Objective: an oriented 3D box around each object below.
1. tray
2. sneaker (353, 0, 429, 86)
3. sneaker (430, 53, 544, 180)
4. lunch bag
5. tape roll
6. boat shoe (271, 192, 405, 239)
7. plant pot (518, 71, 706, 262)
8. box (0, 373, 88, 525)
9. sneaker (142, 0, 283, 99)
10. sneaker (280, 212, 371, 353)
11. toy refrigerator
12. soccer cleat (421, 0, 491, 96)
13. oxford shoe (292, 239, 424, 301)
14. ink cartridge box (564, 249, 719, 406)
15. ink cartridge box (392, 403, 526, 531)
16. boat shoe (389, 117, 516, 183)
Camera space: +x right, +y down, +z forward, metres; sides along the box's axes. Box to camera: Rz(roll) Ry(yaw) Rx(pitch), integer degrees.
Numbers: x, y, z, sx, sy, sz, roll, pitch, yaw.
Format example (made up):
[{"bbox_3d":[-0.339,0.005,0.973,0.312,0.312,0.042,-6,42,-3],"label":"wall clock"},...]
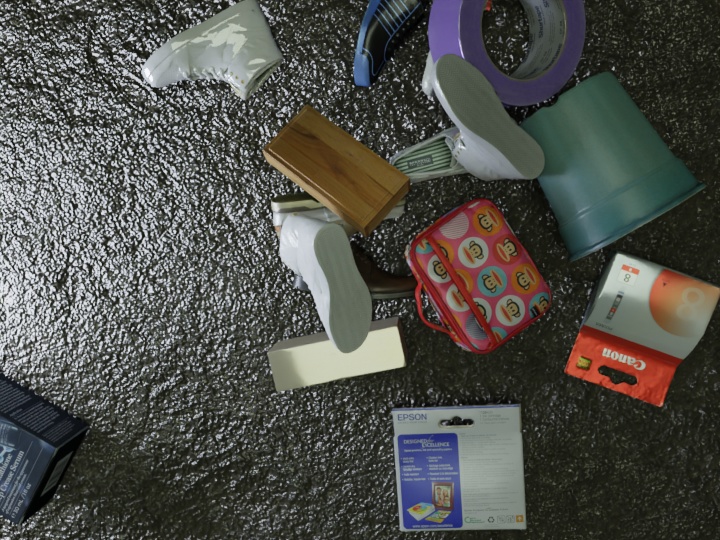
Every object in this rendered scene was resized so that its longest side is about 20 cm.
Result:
[{"bbox_3d":[-0.035,-0.146,1.042,0.200,0.037,0.099,38,77,20],"label":"tray"},{"bbox_3d":[0.050,-0.355,1.038,0.077,0.070,0.201,18,98,10],"label":"sneaker"},{"bbox_3d":[0.140,-0.189,0.960,0.200,0.115,0.074,45,73,-20],"label":"sneaker"},{"bbox_3d":[0.157,0.015,1.051,0.176,0.082,0.201,-34,92,-7],"label":"lunch bag"},{"bbox_3d":[0.197,-0.323,0.979,0.199,0.085,0.201,-5,103,-23],"label":"tape roll"},{"bbox_3d":[-0.031,-0.080,1.085,0.199,0.075,0.069,-2,110,7],"label":"boat shoe"},{"bbox_3d":[0.323,-0.146,0.986,0.200,0.200,0.197,-30,86,8],"label":"plant pot"},{"bbox_3d":[-0.569,0.275,1.158,0.199,0.107,0.149,29,100,2],"label":"box"},{"bbox_3d":[-0.212,-0.294,1.062,0.199,0.074,0.116,-28,91,7],"label":"sneaker"},{"bbox_3d":[-0.051,0.012,1.024,0.073,0.115,0.201,-26,120,-26],"label":"sneaker"},{"bbox_3d":[-0.031,0.129,1.104,0.199,0.076,0.070,-13,96,6],"label":"toy refrigerator"},{"bbox_3d":[0.127,-0.346,1.037,0.077,0.069,0.201,27,92,6],"label":"soccer cleat"},{"bbox_3d":[0.000,0.000,1.087,0.199,0.073,0.085,10,96,4],"label":"oxford shoe"},{"bbox_3d":[0.411,0.088,1.071,0.161,0.050,0.201,19,95,3],"label":"ink cartridge box"},{"bbox_3d":[0.153,0.301,1.126,0.196,0.047,0.201,-3,95,7],"label":"ink cartridge box"},{"bbox_3d":[0.137,-0.169,1.054,0.199,0.067,0.074,-22,95,8],"label":"boat shoe"}]
